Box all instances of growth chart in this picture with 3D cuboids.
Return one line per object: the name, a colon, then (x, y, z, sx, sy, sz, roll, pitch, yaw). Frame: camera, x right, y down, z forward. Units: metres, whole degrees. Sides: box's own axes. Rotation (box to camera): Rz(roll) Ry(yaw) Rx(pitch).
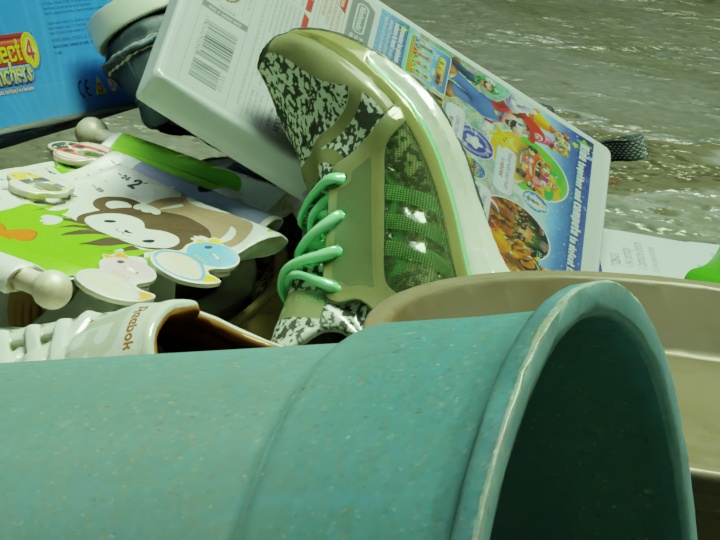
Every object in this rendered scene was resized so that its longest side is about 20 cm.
growth chart: (-0.100, -0.021, 1.103, 0.145, 0.018, 0.200, 17, 17, 27)

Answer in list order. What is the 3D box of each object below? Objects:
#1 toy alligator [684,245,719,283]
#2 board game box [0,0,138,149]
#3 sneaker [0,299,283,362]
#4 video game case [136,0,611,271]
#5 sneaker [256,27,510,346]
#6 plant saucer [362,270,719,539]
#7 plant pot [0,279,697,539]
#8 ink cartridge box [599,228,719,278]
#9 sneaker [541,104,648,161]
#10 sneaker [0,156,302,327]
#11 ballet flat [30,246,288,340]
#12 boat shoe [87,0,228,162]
toy alligator: (0.162, -0.004, 1.152, 0.200, 0.054, 0.059, -10, 21, -41)
board game box: (-0.213, -0.063, 1.230, 0.196, 0.056, 0.200, -15, 2, 20)
sneaker: (-0.096, 0.034, 0.989, 0.200, 0.085, 0.073, 6, 48, 5)
video game case: (0.011, -0.057, 1.190, 0.200, 0.018, 0.143, 32, 33, -13)
sneaker: (0.000, 0.000, 1.065, 0.089, 0.077, 0.200, -18, 66, -24)
plant saucer: (0.098, 0.039, 0.845, 0.200, 0.030, 0.200, 7, 14, -2)
plant pot: (-0.045, 0.098, 0.624, 0.196, 0.201, 0.200, 2, 13, 19)
ink cartridge box: (0.191, 0.035, 1.205, 0.200, 0.047, 0.198, 3, 16, 1)
sneaker: (0.064, -0.034, 1.299, 0.140, 0.078, 0.200, -13, 20, -13)
sneaker: (-0.091, -0.015, 1.228, 0.088, 0.075, 0.200, 16, 17, 36)
ballet flat: (-0.085, 0.023, 1.109, 0.069, 0.063, 0.200, 11, 16, 23)
boat shoe: (-0.048, -0.077, 1.274, 0.075, 0.062, 0.200, -24, -13, 14)
